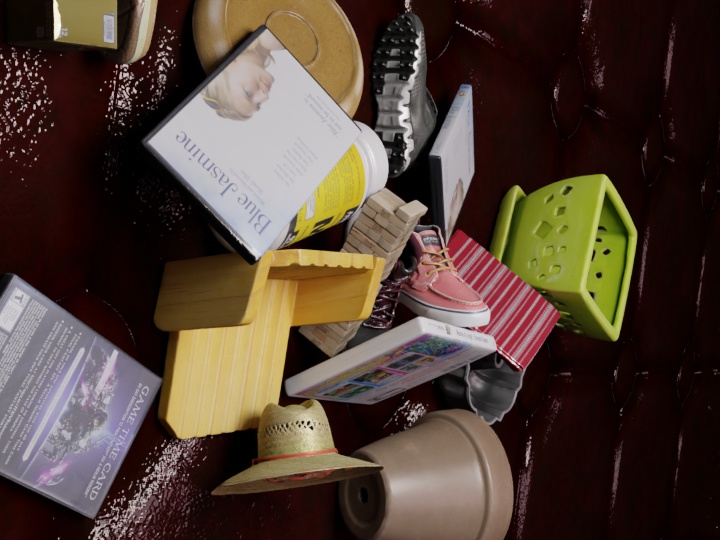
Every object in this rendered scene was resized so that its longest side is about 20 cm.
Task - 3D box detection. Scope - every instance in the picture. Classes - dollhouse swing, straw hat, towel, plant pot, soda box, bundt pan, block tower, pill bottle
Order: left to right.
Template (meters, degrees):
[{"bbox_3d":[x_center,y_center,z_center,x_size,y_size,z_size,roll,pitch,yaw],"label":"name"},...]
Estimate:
[{"bbox_3d":[-0.238,-0.280,0.721,0.064,0.067,0.203,-8,102,-53],"label":"soda box"},{"bbox_3d":[-0.089,0.077,0.923,0.199,0.180,0.179,5,81,-55],"label":"dollhouse swing"},{"bbox_3d":[-0.073,-0.228,0.916,0.198,0.027,0.203,14,64,-31],"label":"plant pot"},{"bbox_3d":[-0.069,0.181,0.963,0.200,0.199,0.086,14,62,-54],"label":"straw hat"},{"bbox_3d":[-0.063,-0.094,0.959,0.199,0.113,0.116,-27,117,-49],"label":"pill bottle"},{"bbox_3d":[0.000,0.000,1.033,0.201,0.058,0.054,-59,167,26],"label":"block tower"},{"bbox_3d":[0.070,0.281,1.174,0.173,0.199,0.203,5,92,-36],"label":"plant pot"},{"bbox_3d":[0.178,0.125,1.368,0.201,0.075,0.205,-12,105,-53],"label":"bundt pan"},{"bbox_3d":[0.179,0.039,1.285,0.145,0.199,0.023,-45,172,-41],"label":"towel"},{"bbox_3d":[0.313,-0.019,1.435,0.199,0.179,0.202,42,58,-50],"label":"plant pot"}]

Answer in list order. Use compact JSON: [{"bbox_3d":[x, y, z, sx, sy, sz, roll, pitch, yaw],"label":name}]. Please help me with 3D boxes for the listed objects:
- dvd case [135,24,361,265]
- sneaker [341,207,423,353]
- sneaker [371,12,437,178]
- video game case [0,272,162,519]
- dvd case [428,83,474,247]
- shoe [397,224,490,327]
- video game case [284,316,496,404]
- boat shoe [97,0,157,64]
[{"bbox_3d":[-0.094,-0.120,0.831,0.143,0.017,0.201,46,52,-14],"label":"dvd case"},{"bbox_3d":[0.025,0.025,1.091,0.075,0.115,0.203,-2,93,-32],"label":"sneaker"},{"bbox_3d":[0.059,-0.221,1.155,0.090,0.066,0.203,-12,109,-56],"label":"sneaker"},{"bbox_3d":[-0.268,0.115,0.790,0.200,0.019,0.144,49,57,-47],"label":"video game case"},{"bbox_3d":[0.126,-0.142,1.224,0.201,0.017,0.144,-65,154,-48],"label":"dvd case"},{"bbox_3d":[0.087,0.000,1.114,0.071,0.199,0.092,-6,109,-32],"label":"shoe"},{"bbox_3d":[0.038,0.112,1.081,0.181,0.199,0.024,18,51,-54],"label":"video game case"},{"bbox_3d":[-0.194,-0.280,0.787,0.076,0.071,0.203,-15,108,-65],"label":"boat shoe"}]
